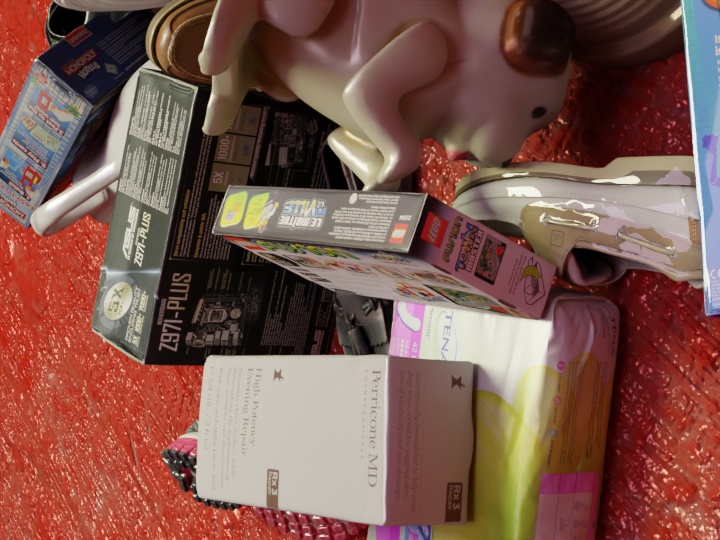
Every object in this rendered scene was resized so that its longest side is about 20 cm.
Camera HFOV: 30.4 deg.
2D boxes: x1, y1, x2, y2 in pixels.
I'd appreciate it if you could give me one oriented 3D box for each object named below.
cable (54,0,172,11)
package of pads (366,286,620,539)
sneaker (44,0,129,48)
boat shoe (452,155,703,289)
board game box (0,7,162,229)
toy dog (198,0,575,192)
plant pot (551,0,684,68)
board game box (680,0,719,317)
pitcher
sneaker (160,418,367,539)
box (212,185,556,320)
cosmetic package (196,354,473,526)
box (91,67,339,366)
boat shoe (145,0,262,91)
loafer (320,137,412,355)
[{"bbox_3d":[-0.153,-0.256,1.047,0.200,0.200,0.069,-11,91,44],"label":"cable"},{"bbox_3d":[0.081,0.105,0.830,0.154,0.068,0.201,9,94,51],"label":"package of pads"},{"bbox_3d":[-0.265,-0.207,1.258,0.200,0.099,0.071,-45,56,40],"label":"sneaker"},{"bbox_3d":[0.128,-0.025,0.778,0.200,0.075,0.069,-1,81,50],"label":"boat shoe"},{"bbox_3d":[-0.249,-0.138,1.164,0.062,0.200,0.200,40,127,-4],"label":"board game box"},{"bbox_3d":[0.024,-0.130,0.777,0.140,0.199,0.194,114,176,-66],"label":"toy dog"},{"bbox_3d":[0.135,-0.224,0.773,0.201,0.092,0.202,-4,85,50],"label":"plant pot"},{"bbox_3d":[0.239,-0.083,0.646,0.152,0.045,0.201,-8,81,37],"label":"board game box"},{"bbox_3d":[-0.171,-0.096,1.082,0.200,0.172,0.121,-29,98,47],"label":"pitcher"},{"bbox_3d":[-0.066,0.144,1.009,0.200,0.075,0.081,12,136,40],"label":"sneaker"},{"bbox_3d":[0.009,-0.013,0.803,0.200,0.110,0.035,7,74,52],"label":"box"},{"bbox_3d":[-0.021,0.104,0.846,0.200,0.074,0.102,-7,79,52],"label":"cosmetic package"},{"bbox_3d":[-0.093,-0.035,0.981,0.086,0.163,0.201,25,107,48],"label":"box"},{"bbox_3d":[-0.043,-0.153,0.899,0.068,0.199,0.072,44,133,47],"label":"boat shoe"},{"bbox_3d":[0.000,0.000,0.942,0.072,0.063,0.201,-12,78,50],"label":"loafer"}]
